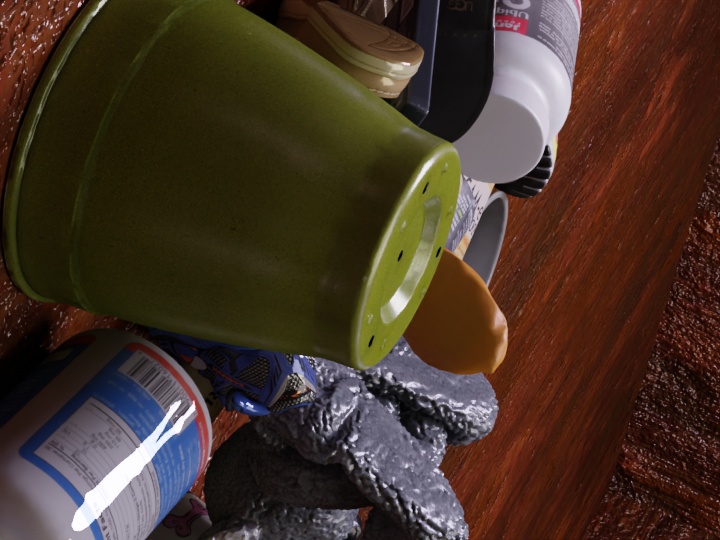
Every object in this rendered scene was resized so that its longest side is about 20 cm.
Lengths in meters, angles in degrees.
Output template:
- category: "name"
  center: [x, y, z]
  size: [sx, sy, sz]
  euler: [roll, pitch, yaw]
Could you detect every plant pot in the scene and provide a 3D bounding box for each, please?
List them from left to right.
- category: "plant pot"
  center: [-0.056, -0.041, 1.064]
  size: [0.201, 0.192, 0.201]
  euler: [-59, 163, -31]

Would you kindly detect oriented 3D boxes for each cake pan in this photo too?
- category: "cake pan"
  center: [0.088, 0.010, 1.929]
  size: [0.201, 0.037, 0.201]
  euler: [-58, 163, -30]

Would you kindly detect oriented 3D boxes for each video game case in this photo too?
- category: "video game case"
  center: [-0.009, -0.083, 1.272]
  size: [0.200, 0.019, 0.143]
  euler: [-52, -160, 39]

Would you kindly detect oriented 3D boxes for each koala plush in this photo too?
- category: "koala plush"
  center: [-0.040, 0.131, 1.357]
  size: [0.200, 0.184, 0.178]
  euler: [-41, -163, 38]

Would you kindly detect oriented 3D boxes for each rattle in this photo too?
- category: "rattle"
  center: [0.040, 0.014, 1.221]
  size: [0.130, 0.143, 0.200]
  euler: [-56, 169, -20]

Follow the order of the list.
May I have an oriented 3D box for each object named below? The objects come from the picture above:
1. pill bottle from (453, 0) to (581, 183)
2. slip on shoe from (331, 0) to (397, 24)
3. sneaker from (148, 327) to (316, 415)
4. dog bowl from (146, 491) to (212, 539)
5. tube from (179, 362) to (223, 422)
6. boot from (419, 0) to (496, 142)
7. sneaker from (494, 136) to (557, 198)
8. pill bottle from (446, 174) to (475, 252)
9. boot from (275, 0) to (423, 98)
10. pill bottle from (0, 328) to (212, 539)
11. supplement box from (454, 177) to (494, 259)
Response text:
- category: "pill bottle"
  center: [0.112, -0.157, 1.542]
  size: [0.200, 0.110, 0.111]
  euler: [-76, 177, -51]
- category: "slip on shoe"
  center: [0.016, -0.191, 1.348]
  size: [0.076, 0.060, 0.201]
  euler: [-28, 138, -67]
- category: "sneaker"
  center: [-0.078, 0.052, 1.217]
  size: [0.200, 0.075, 0.079]
  euler: [180, -108, -74]
- category: "dog bowl"
  center: [-0.139, 0.265, 1.443]
  size: [0.200, 0.074, 0.200]
  euler: [-59, 163, -30]
- category: "tube"
  center: [-0.098, 0.063, 1.353]
  size: [0.058, 0.052, 0.200]
  euler: [38, 77, -34]
- category: "boot"
  center: [0.071, -0.207, 1.447]
  size: [0.174, 0.069, 0.201]
  euler: [-83, -175, -62]
- category: "sneaker"
  center: [0.164, -0.155, 1.885]
  size: [0.200, 0.078, 0.090]
  euler: [97, 19, -45]
- category: "pill bottle"
  center: [0.000, 0.000, 1.483]
  size: [0.200, 0.106, 0.106]
  euler: [-56, 161, -36]
- category: "boot"
  center: [-0.035, -0.084, 1.200]
  size: [0.156, 0.073, 0.200]
  euler: [-66, -159, 7]
- category: "pill bottle"
  center: [-0.172, 0.125, 1.058]
  size: [0.200, 0.112, 0.113]
  euler: [-47, 155, -50]
- category: "supplement box"
  center: [0.050, -0.041, 1.655]
  size: [0.201, 0.073, 0.126]
  euler: [-67, 166, -4]
